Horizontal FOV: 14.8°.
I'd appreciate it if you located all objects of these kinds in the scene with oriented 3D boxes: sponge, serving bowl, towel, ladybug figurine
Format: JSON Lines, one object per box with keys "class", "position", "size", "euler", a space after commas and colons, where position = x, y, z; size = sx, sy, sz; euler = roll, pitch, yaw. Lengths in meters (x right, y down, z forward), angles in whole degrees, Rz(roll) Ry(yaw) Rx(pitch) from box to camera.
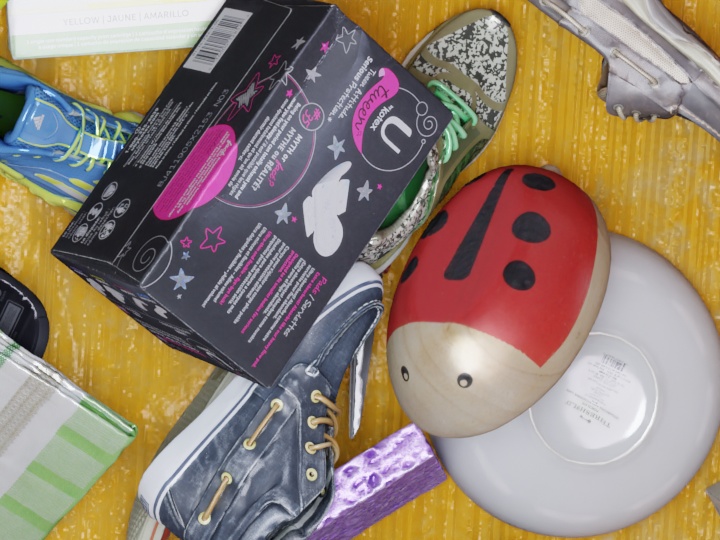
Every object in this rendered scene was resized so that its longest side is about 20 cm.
{"class": "sponge", "position": [-0.038, 0.163, 1.721], "size": [0.199, 0.112, 0.030], "euler": [-32, 78, -2]}
{"class": "serving bowl", "position": [0.142, 0.076, 1.758], "size": [0.199, 0.066, 0.201], "euler": [-1, 96, -8]}
{"class": "towel", "position": [-0.250, 0.081, 1.695], "size": [0.200, 0.031, 0.149], "euler": [35, 129, -12]}
{"class": "ladybug figurine", "position": [0.079, 0.008, 1.686], "size": [0.072, 0.135, 0.201], "euler": [58, 43, -41]}

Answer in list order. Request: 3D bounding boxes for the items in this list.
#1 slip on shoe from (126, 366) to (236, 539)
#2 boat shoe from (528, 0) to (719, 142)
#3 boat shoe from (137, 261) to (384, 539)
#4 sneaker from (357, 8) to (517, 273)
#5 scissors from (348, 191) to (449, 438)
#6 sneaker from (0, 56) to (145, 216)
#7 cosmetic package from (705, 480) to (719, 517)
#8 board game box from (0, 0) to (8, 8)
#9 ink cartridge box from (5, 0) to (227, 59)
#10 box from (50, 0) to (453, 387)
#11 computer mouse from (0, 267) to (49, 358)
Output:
{"class": "slip on shoe", "position": [-0.080, 0.101, 1.731], "size": [0.061, 0.074, 0.200], "euler": [36, 86, -13]}
{"class": "boat shoe", "position": [0.179, -0.130, 1.741], "size": [0.073, 0.075, 0.200], "euler": [-43, 92, 9]}
{"class": "boat shoe", "position": [-0.035, 0.094, 1.656], "size": [0.091, 0.071, 0.200], "euler": [39, 84, 23]}
{"class": "sneaker", "position": [0.042, -0.077, 1.700], "size": [0.077, 0.089, 0.201], "euler": [35, 77, -10]}
{"class": "scissors", "position": [0.000, 0.000, 1.737], "size": [0.073, 0.014, 0.201], "euler": [23, 82, -15]}
{"class": "sneaker", "position": [-0.177, -0.070, 1.677], "size": [0.199, 0.105, 0.076], "euler": [23, 94, -9]}
{"class": "cosmetic package", "position": [0.332, 0.131, 1.771], "size": [0.199, 0.104, 0.073], "euler": [-30, 100, -2]}
{"class": "board game box", "position": [-0.272, -0.172, 1.641], "size": [0.200, 0.048, 0.102], "euler": [-46, 68, 4]}
{"class": "ink cartridge box", "position": [-0.150, -0.235, 1.691], "size": [0.145, 0.048, 0.201], "euler": [-5, 100, -6]}
{"class": "box", "position": [-0.064, -0.050, 1.638], "size": [0.115, 0.132, 0.200], "euler": [41, 78, -30]}
{"class": "computer mouse", "position": [-0.271, -0.023, 1.700], "size": [0.199, 0.046, 0.141], "euler": [22, 103, 1]}
